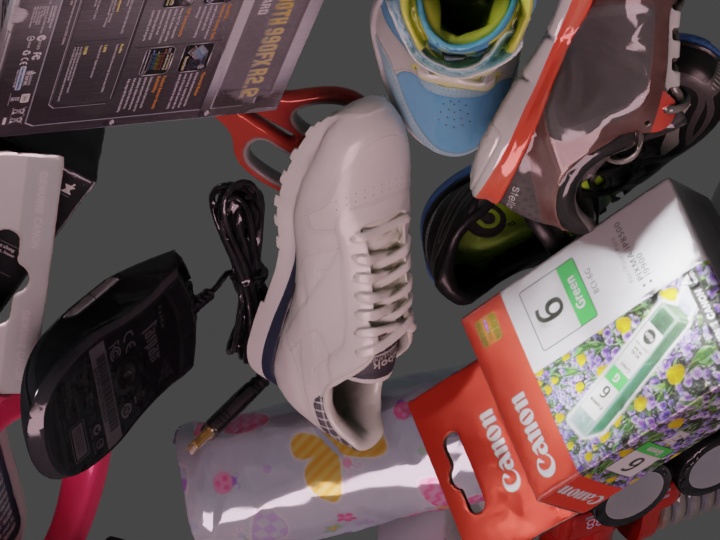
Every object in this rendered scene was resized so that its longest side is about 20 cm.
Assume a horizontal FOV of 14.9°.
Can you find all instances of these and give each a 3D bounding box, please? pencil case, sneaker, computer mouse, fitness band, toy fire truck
[{"bbox_3d":[-0.002,0.105,1.522,0.199,0.084,0.091,-14,164,13],"label":"pencil case"},{"bbox_3d":[0.043,-0.111,1.317,0.079,0.131,0.201,-1,130,1],"label":"sneaker"},{"bbox_3d":[0.000,0.000,1.423,0.076,0.081,0.201,-18,138,-29],"label":"sneaker"},{"bbox_3d":[0.112,-0.046,1.398,0.199,0.083,0.071,-36,119,26],"label":"sneaker"},{"bbox_3d":[-0.113,0.051,1.440,0.046,0.200,0.141,19,139,30],"label":"computer mouse"},{"bbox_3d":[0.130,-0.107,1.323,0.082,0.077,0.201,31,108,5],"label":"sneaker"},{"bbox_3d":[-0.183,0.122,1.473,0.037,0.200,0.145,5,102,18],"label":"fitness band"},{"bbox_3d":[0.171,0.130,1.487,0.175,0.129,0.201,-18,142,-20],"label":"toy fire truck"}]

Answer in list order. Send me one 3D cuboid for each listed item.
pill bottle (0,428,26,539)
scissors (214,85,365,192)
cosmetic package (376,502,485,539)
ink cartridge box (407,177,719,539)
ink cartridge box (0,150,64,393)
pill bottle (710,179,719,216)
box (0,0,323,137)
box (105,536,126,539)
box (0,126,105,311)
[{"bbox_3d":[-0.247,0.117,1.516,0.119,0.120,0.201,-4,128,5],"label":"pill bottle"},{"bbox_3d":[-0.083,-0.092,1.410,0.199,0.014,0.073,22,128,-17],"label":"scissors"},{"bbox_3d":[0.074,0.205,1.603,0.050,0.083,0.200,-22,125,18],"label":"cosmetic package"},{"bbox_3d":[0.105,0.055,1.371,0.200,0.109,0.050,-35,151,23],"label":"ink cartridge box"},{"bbox_3d":[-0.253,-0.017,1.366,0.199,0.047,0.161,5,130,-10],"label":"ink cartridge box"},{"bbox_3d":[0.283,0.006,1.415,0.199,0.114,0.113,33,123,-24],"label":"pill bottle"},{"bbox_3d":[-0.092,-0.142,1.276,0.157,0.049,0.200,-8,152,-22],"label":"box"},{"bbox_3d":[-0.066,0.236,1.603,0.199,0.050,0.160,17,145,2],"label":"box"},{"bbox_3d":[-0.248,-0.066,1.395,0.199,0.079,0.141,28,128,-19],"label":"box"}]
